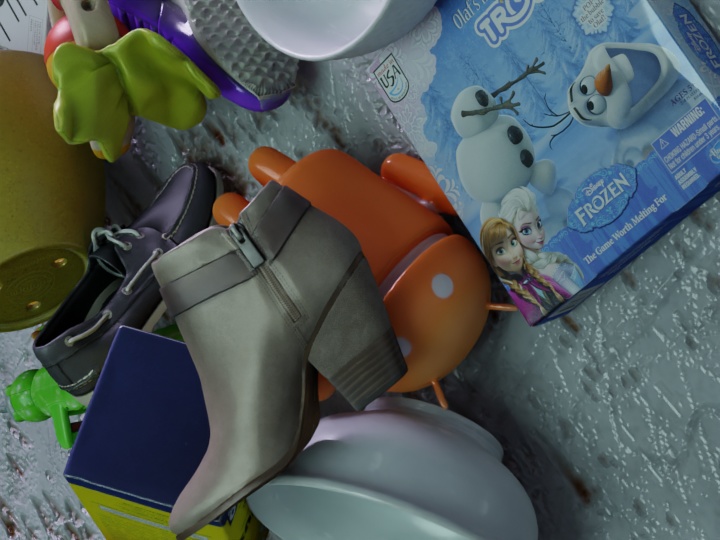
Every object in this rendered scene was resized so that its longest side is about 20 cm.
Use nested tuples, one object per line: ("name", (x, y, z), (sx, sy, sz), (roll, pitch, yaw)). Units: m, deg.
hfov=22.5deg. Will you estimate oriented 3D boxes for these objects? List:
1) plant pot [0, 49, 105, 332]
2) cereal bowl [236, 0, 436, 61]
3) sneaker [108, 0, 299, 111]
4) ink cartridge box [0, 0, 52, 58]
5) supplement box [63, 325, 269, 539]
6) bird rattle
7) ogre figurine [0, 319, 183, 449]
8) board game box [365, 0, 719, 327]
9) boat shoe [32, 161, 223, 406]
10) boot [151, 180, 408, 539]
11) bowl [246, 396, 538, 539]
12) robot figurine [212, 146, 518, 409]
("plant pot", (-0.266, -0.040, 1.320), (0.200, 0.200, 0.142), (-55, 53, 39))
("cereal bowl", (-0.003, -0.227, 1.105), (0.200, 0.083, 0.200), (14, 107, 51))
("sneaker", (-0.119, -0.157, 1.265), (0.200, 0.070, 0.100), (45, 136, 28))
("ink cartridge box", (-0.245, -0.262, 1.325), (0.094, 0.044, 0.200), (22, 116, 29))
("supplement box", (-0.117, 0.131, 1.234), (0.109, 0.109, 0.200), (16, 160, 8))
("bird rattle", (-0.189, -0.159, 1.217), (0.200, 0.113, 0.163), (59, 160, 15))
("ogre figurine", (-0.188, 0.076, 1.361), (0.200, 0.120, 0.098), (8, 109, 40))
("board game box", (0.119, -0.100, 1.074), (0.200, 0.043, 0.199), (-44, 72, 42))
("boat shoe", (-0.162, -0.004, 1.270), (0.063, 0.200, 0.073), (41, 154, -29))
("boot", (-0.075, 0.049, 1.086), (0.200, 0.070, 0.146), (-39, 93, 5))
("bowl", (0.033, 0.143, 1.171), (0.201, 0.201, 0.090), (-1, 59, 43))
("robot figurine", (0.001, -0.002, 1.159), (0.200, 0.144, 0.117), (36, 138, 19))
